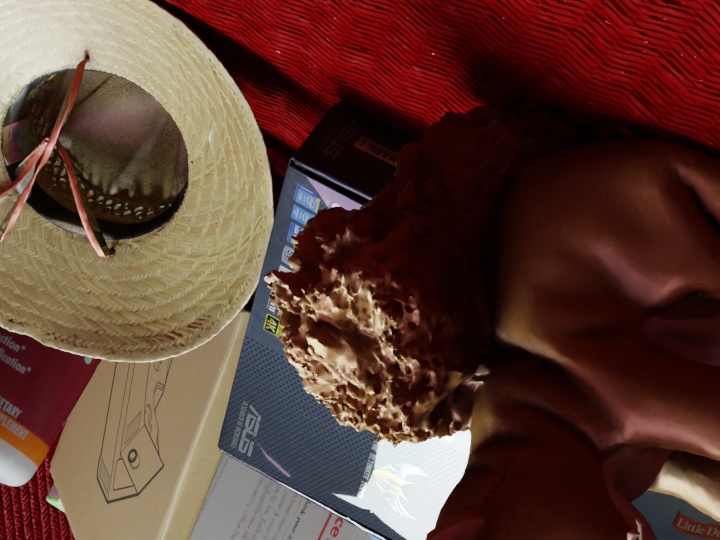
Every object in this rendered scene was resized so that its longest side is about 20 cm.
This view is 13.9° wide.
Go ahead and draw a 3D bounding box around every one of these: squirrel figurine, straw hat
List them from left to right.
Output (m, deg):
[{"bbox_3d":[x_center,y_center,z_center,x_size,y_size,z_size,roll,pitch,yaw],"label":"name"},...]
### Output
[{"bbox_3d":[-0.114,-0.061,1.355,0.201,0.201,0.085,27,-149,12],"label":"straw hat"},{"bbox_3d":[0.063,0.042,1.100,0.200,0.187,0.142,27,170,12],"label":"squirrel figurine"}]

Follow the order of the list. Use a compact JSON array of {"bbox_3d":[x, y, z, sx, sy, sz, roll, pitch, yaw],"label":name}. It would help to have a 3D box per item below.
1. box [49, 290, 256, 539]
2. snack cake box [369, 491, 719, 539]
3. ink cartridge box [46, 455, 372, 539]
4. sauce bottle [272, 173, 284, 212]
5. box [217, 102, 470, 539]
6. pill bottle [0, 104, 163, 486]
[{"bbox_3d":[-0.103,0.064,1.500,0.021,0.200,0.164,11,-154,-25],"label":"box"},{"bbox_3d":[0.102,0.135,1.434,0.200,0.067,0.115,22,164,20],"label":"snack cake box"},{"bbox_3d":[-0.065,0.128,1.668,0.200,0.117,0.067,36,162,-31],"label":"ink cartridge box"},{"bbox_3d":[0.000,0.000,1.426,0.200,0.066,0.066,33,169,-8],"label":"sauce bottle"},{"bbox_3d":[0.028,0.040,1.307,0.157,0.051,0.200,27,137,10],"label":"box"},{"bbox_3d":[-0.165,-0.004,1.459,0.113,0.200,0.113,28,170,6],"label":"pill bottle"}]
